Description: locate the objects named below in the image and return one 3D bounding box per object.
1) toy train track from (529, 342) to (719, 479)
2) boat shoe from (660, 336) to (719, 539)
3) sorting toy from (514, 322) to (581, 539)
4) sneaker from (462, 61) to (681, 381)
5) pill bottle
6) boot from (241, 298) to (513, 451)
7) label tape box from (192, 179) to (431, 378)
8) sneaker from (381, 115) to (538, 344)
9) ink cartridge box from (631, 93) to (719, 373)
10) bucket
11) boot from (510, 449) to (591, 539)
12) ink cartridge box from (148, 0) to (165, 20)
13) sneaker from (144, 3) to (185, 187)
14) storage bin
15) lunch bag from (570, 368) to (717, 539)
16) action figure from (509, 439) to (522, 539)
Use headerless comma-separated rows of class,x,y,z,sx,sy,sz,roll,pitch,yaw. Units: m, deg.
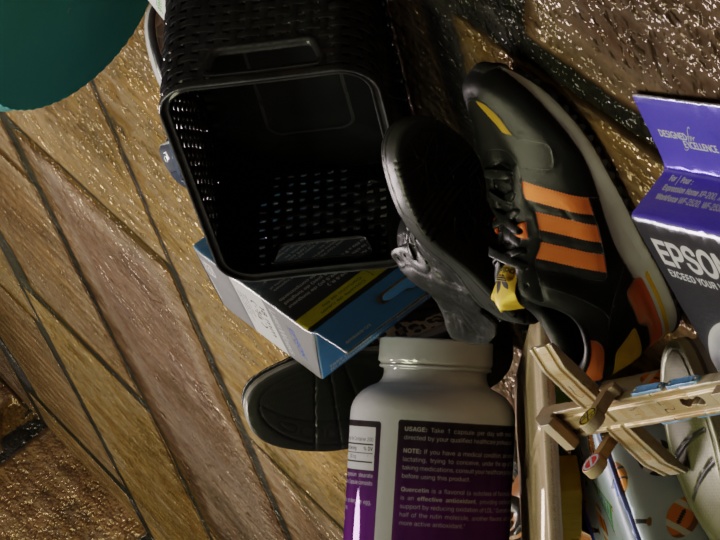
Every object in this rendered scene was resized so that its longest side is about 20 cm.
toy train track,0.155,0.084,1.270,0.115,0.033,0.200,42,154,-15
boat shoe,0.232,0.127,1.310,0.075,0.068,0.201,116,137,-67
sorting toy,0.121,0.125,1.480,0.185,0.036,0.201,93,-179,-71
sneaker,0.103,-0.022,1.314,0.200,0.090,0.070,57,164,-17
pill bottle,0.046,0.147,1.529,0.112,0.112,0.201,173,102,-72
boot,-0.011,0.060,1.643,0.154,0.203,0.074,34,135,59
label tape box,0.000,0.000,1.553,0.200,0.144,0.063,34,154,49
sneaker,0.049,-0.022,1.387,0.104,0.060,0.200,15,152,51
ink cartridge box,0.218,0.008,1.148,0.200,0.043,0.198,59,163,-19
bucket,-0.259,-0.227,1.706,0.135,0.207,0.207,39,161,24
boot,0.179,0.222,1.681,0.200,0.074,0.155,43,158,20
ink cartridge box,-0.125,-0.262,1.443,0.176,0.084,0.200,51,164,10
sneaker,-0.125,-0.129,1.751,0.146,0.077,0.203,18,144,59
storage bin,-0.041,-0.091,1.441,0.200,0.135,0.094,73,-167,-54
lunch bag,0.185,0.171,1.411,0.160,0.075,0.201,95,163,-64
action figure,0.077,0.176,1.651,0.102,0.201,0.119,17,169,10
